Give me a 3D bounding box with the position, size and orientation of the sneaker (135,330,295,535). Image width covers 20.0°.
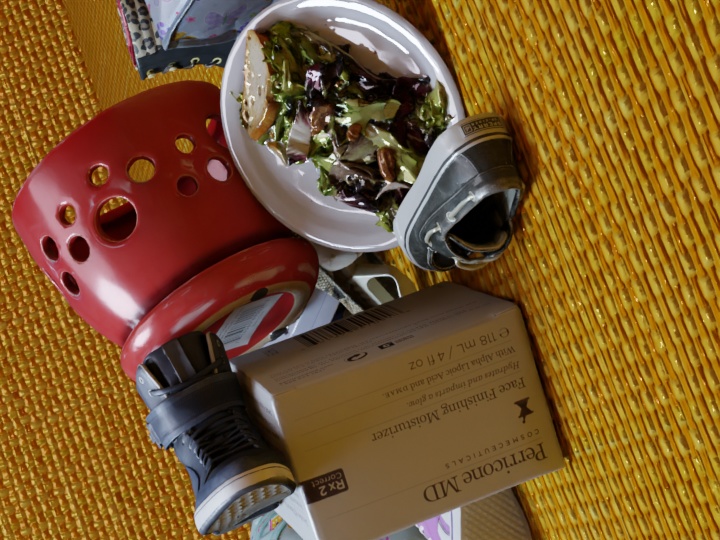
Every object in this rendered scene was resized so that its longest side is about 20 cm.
[{"bbox_3d":[-0.109,0.113,1.475,0.202,0.077,0.146,127,120,-77],"label":"sneaker"}]

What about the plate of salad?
[{"bbox_3d":[-0.018,-0.103,1.484,0.048,0.200,0.200,-40,-62,-57],"label":"plate of salad"}]

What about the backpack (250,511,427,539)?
[{"bbox_3d":[-0.005,0.240,1.890,0.127,0.200,0.167,-166,58,-80],"label":"backpack"}]

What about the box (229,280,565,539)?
[{"bbox_3d":[0.021,0.108,1.553,0.200,0.199,0.131,-160,50,-75],"label":"box"}]

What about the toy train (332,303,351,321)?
[{"bbox_3d":[-0.003,0.069,1.929,0.116,0.085,0.200,65,173,-28],"label":"toy train"}]

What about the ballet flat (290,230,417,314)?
[{"bbox_3d":[0.000,0.000,1.711,0.200,0.068,0.075,45,150,-24],"label":"ballet flat"}]

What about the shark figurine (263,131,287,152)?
[{"bbox_3d":[0.014,-0.100,1.625,0.214,0.128,0.090,26,-106,-69],"label":"shark figurine"}]

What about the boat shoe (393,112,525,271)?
[{"bbox_3d":[0.070,-0.035,1.416,0.200,0.071,0.064,103,147,-67],"label":"boat shoe"}]

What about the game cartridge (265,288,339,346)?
[{"bbox_3d":[-0.049,-0.015,1.865,0.200,0.041,0.133,-69,24,17],"label":"game cartridge"}]

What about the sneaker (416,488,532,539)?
[{"bbox_3d":[0.078,0.214,1.708,0.114,0.073,0.201,-44,52,48],"label":"sneaker"}]

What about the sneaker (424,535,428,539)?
[{"bbox_3d":[0.063,0.153,1.801,0.200,0.074,0.088,61,159,-8],"label":"sneaker"}]

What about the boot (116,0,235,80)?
[{"bbox_3d":[-0.133,-0.195,1.896,0.073,0.153,0.204,-136,29,-66],"label":"boot"}]

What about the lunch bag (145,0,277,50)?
[{"bbox_3d":[-0.119,-0.308,1.691,0.200,0.127,0.170,-44,64,47],"label":"lunch bag"}]

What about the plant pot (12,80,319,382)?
[{"bbox_3d":[-0.147,-0.020,1.608,0.183,0.200,0.200,57,165,18],"label":"plant pot"}]

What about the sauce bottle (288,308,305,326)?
[{"bbox_3d":[-0.100,-0.024,1.863,0.200,0.066,0.066,-113,10,-51],"label":"sauce bottle"}]
